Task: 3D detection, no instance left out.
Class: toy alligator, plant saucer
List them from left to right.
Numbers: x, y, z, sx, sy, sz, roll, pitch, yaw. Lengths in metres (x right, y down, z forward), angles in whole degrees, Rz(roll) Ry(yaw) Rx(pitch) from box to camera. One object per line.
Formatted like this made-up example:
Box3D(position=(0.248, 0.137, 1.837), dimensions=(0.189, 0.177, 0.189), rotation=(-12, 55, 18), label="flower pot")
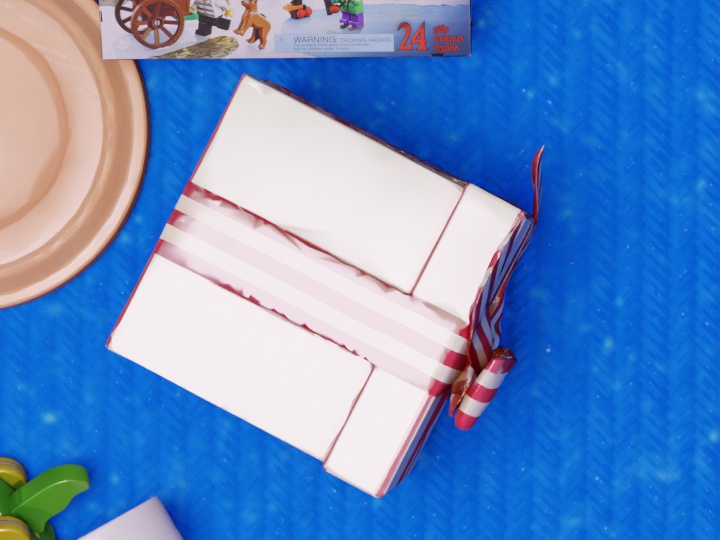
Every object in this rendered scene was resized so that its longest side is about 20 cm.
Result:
Box3D(position=(-0.237, 0.154, 1.588), dimensions=(0.199, 0.059, 0.054), rotation=(-18, 129, 2), label="toy alligator")
Box3D(position=(-0.216, -0.078, 1.596), dimensions=(0.200, 0.032, 0.201), rotation=(0, 89, 2), label="plant saucer")

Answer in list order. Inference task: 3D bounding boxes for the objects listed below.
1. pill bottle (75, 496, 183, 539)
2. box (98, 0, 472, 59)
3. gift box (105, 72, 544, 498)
Box3D(position=(-0.101, 0.230, 1.550), dimensions=(0.109, 0.110, 0.200), rotation=(-29, 89, 2), label="pill bottle")
Box3D(position=(-0.041, -0.182, 1.539), dimensions=(0.199, 0.038, 0.137), rotation=(-1, 115, 3), label="box")
Box3D(position=(0.000, 0.000, 1.510), dimensions=(0.186, 0.185, 0.200), rotation=(29, 97, 4), label="gift box")
